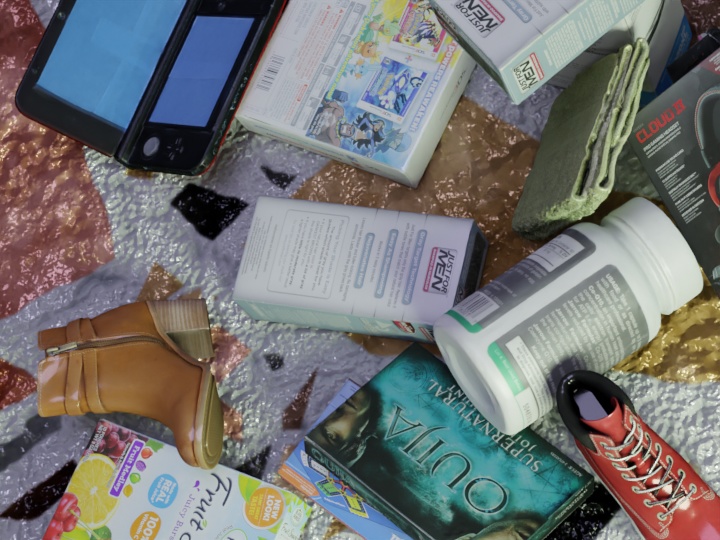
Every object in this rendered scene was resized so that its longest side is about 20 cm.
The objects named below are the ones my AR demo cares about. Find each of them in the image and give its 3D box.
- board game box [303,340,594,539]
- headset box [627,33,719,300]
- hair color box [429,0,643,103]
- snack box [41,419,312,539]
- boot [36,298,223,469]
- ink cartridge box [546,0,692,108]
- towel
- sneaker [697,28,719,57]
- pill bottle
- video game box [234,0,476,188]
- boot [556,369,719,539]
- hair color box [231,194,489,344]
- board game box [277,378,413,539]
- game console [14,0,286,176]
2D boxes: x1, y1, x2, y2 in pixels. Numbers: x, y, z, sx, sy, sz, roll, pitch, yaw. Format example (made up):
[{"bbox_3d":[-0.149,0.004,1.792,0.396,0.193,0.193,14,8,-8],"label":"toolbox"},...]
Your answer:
[{"bbox_3d":[0.070,0.157,1.686,0.200,0.028,0.135,36,60,27],"label":"board game box"},{"bbox_3d":[0.310,-0.091,1.647,0.149,0.075,0.200,-38,73,39],"label":"headset box"},{"bbox_3d":[0.160,-0.232,1.589,0.200,0.061,0.099,-39,62,-2],"label":"hair color box"},{"bbox_3d":[-0.160,0.224,1.749,0.200,0.053,0.142,19,77,25],"label":"snack box"},{"bbox_3d":[-0.198,0.106,1.766,0.154,0.074,0.200,-10,37,-2],"label":"boot"},{"bbox_3d":[0.183,-0.223,1.732,0.144,0.200,0.084,18,76,23],"label":"ink cartridge box"},{"bbox_3d":[0.181,-0.101,1.699,0.036,0.200,0.149,23,76,-9],"label":"towel"},{"bbox_3d":[0.364,-0.136,1.719,0.086,0.080,0.200,-36,65,-18],"label":"sneaker"},{"bbox_3d":[0.168,0.033,1.672,0.200,0.113,0.113,-33,62,-10],"label":"pill bottle"},{"bbox_3d":[0.009,-0.193,1.864,0.182,0.047,0.200,20,77,27],"label":"video game box"},{"bbox_3d":[0.227,0.164,1.596,0.072,0.144,0.200,-42,64,-3],"label":"boot"},{"bbox_3d":[0.000,0.000,1.782,0.200,0.061,0.099,7,72,21],"label":"hair color box"},{"bbox_3d":[0.036,0.183,1.720,0.200,0.019,0.103,34,81,26],"label":"board game box"},{"bbox_3d":[-0.188,-0.202,1.885,0.172,0.119,0.200,9,71,47],"label":"game console"}]
